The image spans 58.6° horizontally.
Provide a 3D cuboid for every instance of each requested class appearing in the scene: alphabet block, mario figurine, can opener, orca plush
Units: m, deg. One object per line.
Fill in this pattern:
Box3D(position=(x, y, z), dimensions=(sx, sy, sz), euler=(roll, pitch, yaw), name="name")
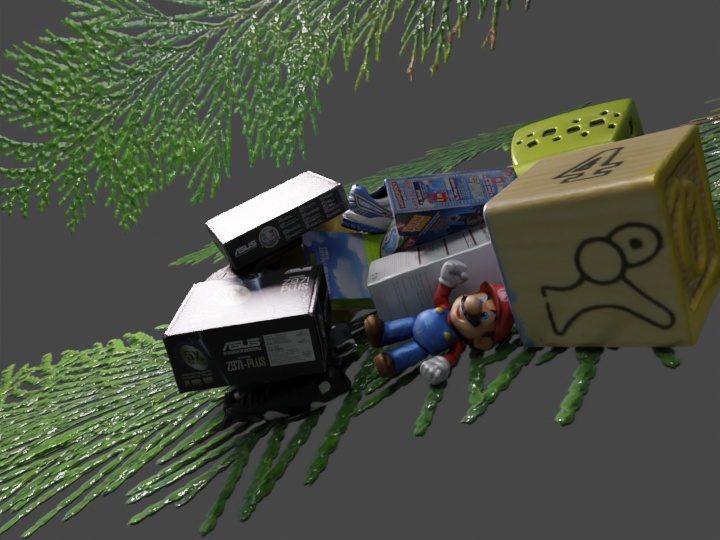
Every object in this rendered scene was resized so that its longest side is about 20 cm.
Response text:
Box3D(position=(0.292, -0.036, 0.758), dimensions=(0.198, 0.198, 0.196), euler=(-5, 23, 42), name="alphabet block")
Box3D(position=(0.104, 0.063, 0.813), dimensions=(0.197, 0.125, 0.106), euler=(-20, 10, 4), name="mario figurine")
Box3D(position=(-0.101, 0.128, 0.961), dimensions=(0.197, 0.068, 0.053), euler=(-18, 15, 11), name="can opener")
Box3D(position=(-0.113, 0.154, 0.880), dimensions=(0.197, 0.072, 0.105), euler=(-12, 18, 31), name="orca plush")

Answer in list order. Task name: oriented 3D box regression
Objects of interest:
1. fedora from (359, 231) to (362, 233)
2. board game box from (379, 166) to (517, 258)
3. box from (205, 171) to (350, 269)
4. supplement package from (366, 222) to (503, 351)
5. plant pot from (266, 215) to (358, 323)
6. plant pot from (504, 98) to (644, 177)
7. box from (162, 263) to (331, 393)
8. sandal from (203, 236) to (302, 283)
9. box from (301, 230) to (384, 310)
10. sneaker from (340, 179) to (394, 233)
Box3D(position=(0.076, -0.042, 1.161), dimensions=(0.090, 0.174, 0.202), euler=(126, 168, -61), name="fedora")
Box3D(position=(0.108, -0.078, 0.966), dimensions=(0.196, 0.063, 0.200), euler=(0, -30, -26), name="board game box")
Box3D(position=(-0.133, -0.085, 1.004), dimensions=(0.198, 0.045, 0.160), euler=(-29, 24, -13), name="box")
Box3D(position=(0.121, 0.024, 0.922), dimensions=(0.197, 0.119, 0.118), euler=(-18, 14, 8), name="supplement package")
Box3D(position=(-0.094, 0.007, 1.153), dimensions=(0.197, 0.202, 0.178), euler=(-18, 31, 11), name="plant pot")
Box3D(position=(0.339, -0.125, 1.001), dimensions=(0.197, 0.202, 0.182), euler=(-10, 25, 34), name="plant pot")
Box3D(position=(-0.143, 0.073, 0.871), dimensions=(0.196, 0.088, 0.164), euler=(-9, 22, 5), name="box")
Box3D(position=(-0.166, 0.001, 1.025), dimensions=(0.081, 0.055, 0.200), euler=(6, 39, 44), name="sandal")
Box3D(position=(0.000, 0.000, 1.025), dimensions=(0.196, 0.124, 0.048), euler=(1, -29, -23), name="box")
Box3D(position=(0.066, -0.105, 1.065), dimensions=(0.197, 0.087, 0.077), euler=(1, 12, -28), name="sneaker")
